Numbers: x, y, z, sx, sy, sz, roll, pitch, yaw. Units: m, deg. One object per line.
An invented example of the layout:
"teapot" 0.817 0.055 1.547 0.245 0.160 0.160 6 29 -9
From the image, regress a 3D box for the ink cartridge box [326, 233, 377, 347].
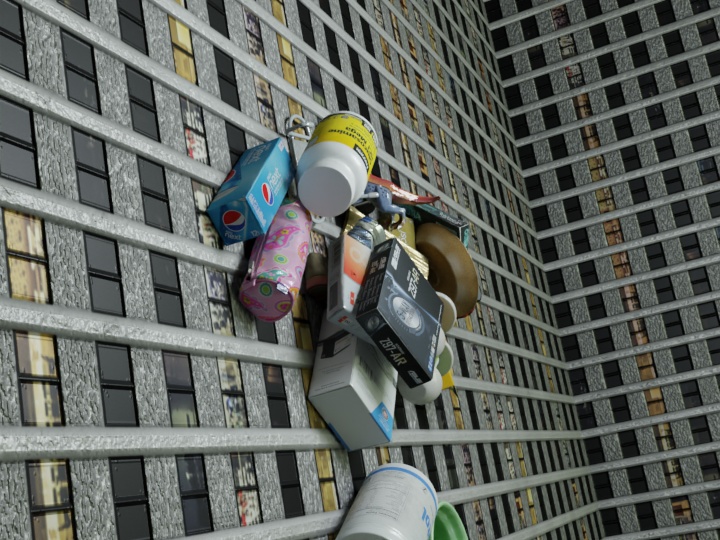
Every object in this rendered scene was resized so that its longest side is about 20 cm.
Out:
"ink cartridge box" 0.034 0.051 1.596 0.199 0.050 0.163 28 41 -27

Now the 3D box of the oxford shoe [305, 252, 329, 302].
"oxford shoe" -0.030 0.023 1.663 0.200 0.070 0.075 37 39 -59

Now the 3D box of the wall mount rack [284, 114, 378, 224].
"wall mount rack" -0.054 -0.185 1.711 0.173 0.074 0.202 2 74 -56

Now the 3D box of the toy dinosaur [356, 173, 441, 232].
"toy dinosaur" 0.013 -0.157 1.801 0.182 0.199 0.105 58 -8 -17

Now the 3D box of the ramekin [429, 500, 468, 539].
"ramekin" 0.116 0.502 1.659 0.200 0.097 0.201 51 31 -47

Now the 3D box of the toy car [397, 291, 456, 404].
"toy car" 0.089 0.136 1.769 0.175 0.149 0.202 -53 147 -64

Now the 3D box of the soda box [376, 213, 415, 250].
"soda box" 0.066 -0.014 1.917 0.067 0.064 0.201 19 51 -30

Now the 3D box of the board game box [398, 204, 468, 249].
"board game box" 0.139 -0.068 1.973 0.028 0.199 0.136 -25 129 -33

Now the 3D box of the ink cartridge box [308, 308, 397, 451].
"ink cartridge box" -0.007 0.168 1.596 0.146 0.083 0.201 57 27 -34

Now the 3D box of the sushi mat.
"sushi mat" 0.049 -0.040 1.858 0.199 0.012 0.096 34 39 -17

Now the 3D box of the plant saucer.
"plant saucer" 0.153 0.006 1.944 0.035 0.200 0.202 -25 102 -33

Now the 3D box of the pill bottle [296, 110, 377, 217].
"pill bottle" -0.038 -0.166 1.538 0.200 0.112 0.113 -74 143 -59

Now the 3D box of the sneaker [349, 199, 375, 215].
"sneaker" -0.013 -0.205 1.871 0.081 0.073 0.202 -56 129 -68

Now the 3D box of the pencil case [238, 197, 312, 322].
"pencil case" -0.123 -0.020 1.431 0.088 0.087 0.201 59 26 -35

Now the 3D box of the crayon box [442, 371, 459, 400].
"crayon box" 0.135 0.162 1.961 0.126 0.051 0.202 -123 -167 -79

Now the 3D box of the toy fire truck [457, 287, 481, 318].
"toy fire truck" 0.195 0.041 2.189 0.200 0.128 0.177 -48 121 -53

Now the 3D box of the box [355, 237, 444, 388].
"box" 0.067 0.065 1.569 0.161 0.043 0.201 53 28 -23

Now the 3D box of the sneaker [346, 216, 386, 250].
"sneaker" 0.000 0.000 1.768 0.085 0.077 0.201 -35 133 -29

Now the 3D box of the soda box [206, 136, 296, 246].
"soda box" -0.156 -0.119 1.435 0.065 0.067 0.200 64 23 -25

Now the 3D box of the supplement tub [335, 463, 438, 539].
"supplement tub" 0.040 0.398 1.491 0.200 0.131 0.133 -54 125 -65
